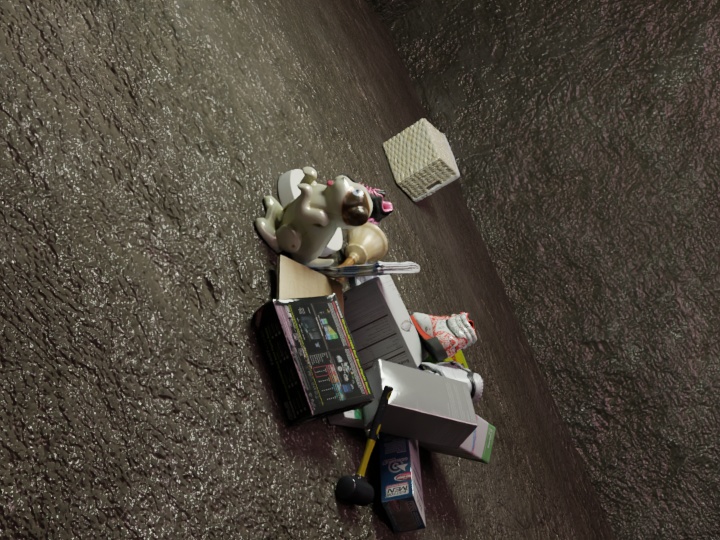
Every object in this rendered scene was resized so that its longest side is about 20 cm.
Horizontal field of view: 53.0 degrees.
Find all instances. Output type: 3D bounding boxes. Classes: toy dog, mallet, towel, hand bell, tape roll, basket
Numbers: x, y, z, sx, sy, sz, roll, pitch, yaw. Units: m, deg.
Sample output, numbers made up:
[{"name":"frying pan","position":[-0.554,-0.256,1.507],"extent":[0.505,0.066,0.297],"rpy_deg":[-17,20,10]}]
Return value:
[{"name":"toy dog","position":[-0.072,-0.101,1.380],"extent":[0.194,0.199,0.140],"rpy_deg":[57,20,-16]},{"name":"mallet","position":[0.011,0.284,1.190],"extent":[0.066,0.041,0.201],"rpy_deg":[28,73,-49]},{"name":"towel","position":[0.000,0.000,1.413],"extent":[0.147,0.199,0.024],"rpy_deg":[0,87,-53]},{"name":"hand bell","position":[-0.023,-0.018,1.589],"extent":[0.104,0.104,0.200],"rpy_deg":[58,36,-14]},{"name":"tape roll","position":[-0.108,-0.126,1.578],"extent":[0.203,0.037,0.203],"rpy_deg":[52,22,-31]},{"name":"basket","position":[0.209,-0.383,2.522],"extent":[0.161,0.198,0.201],"rpy_deg":[27,40,-53]}]

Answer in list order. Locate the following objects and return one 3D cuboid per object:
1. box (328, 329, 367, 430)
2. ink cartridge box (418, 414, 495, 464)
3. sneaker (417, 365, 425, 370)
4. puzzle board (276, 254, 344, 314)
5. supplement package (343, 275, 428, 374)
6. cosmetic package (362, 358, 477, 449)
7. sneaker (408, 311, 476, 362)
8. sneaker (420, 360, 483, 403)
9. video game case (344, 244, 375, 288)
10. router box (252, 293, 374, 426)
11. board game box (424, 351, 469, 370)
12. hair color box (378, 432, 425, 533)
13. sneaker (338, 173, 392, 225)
[{"name":"box","position":[-0.036,0.191,1.339],"extent":[0.144,0.036,0.201],"rpy_deg":[29,39,-59]},{"name":"ink cartridge box","position":[0.176,0.331,1.513],"extent":[0.200,0.145,0.088],"rpy_deg":[37,64,-50]},{"name":"sneaker","position":[0.103,0.174,1.650],"extent":[0.075,0.088,0.201],"rpy_deg":[18,47,-62]},{"name":"puzzle board","position":[-0.090,0.080,1.295],"extent":[0.150,0.017,0.201],"rpy_deg":[27,43,-33]},{"name":"supplement package","position":[0.039,0.122,1.503],"extent":[0.201,0.117,0.117],"rpy_deg":[64,16,2]},{"name":"cosmetic package","position":[0.105,0.245,1.323],"extent":[0.199,0.090,0.107],"rpy_deg":[16,39,-18]},{"name":"sneaker","position":[0.178,0.123,1.536],"extent":[0.067,0.108,0.201],"rpy_deg":[66,-5,-19]},{"name":"sneaker","position":[0.160,0.221,1.489],"extent":[0.114,0.075,0.200],"rpy_deg":[13,-2,-20]},{"name":"video game case","position":[0.029,0.043,1.736],"extent":[0.200,0.019,0.143],"rpy_deg":[44,26,-45]},{"name":"router box","position":[-0.076,0.142,1.190],"extent":[0.150,0.062,0.201],"rpy_deg":[-3,66,-48]},{"name":"board game box","position":[0.162,0.177,1.671],"extent":[0.200,0.048,0.102],"rpy_deg":[18,-46,62]},{"name":"hair color box","position":[0.073,0.362,1.324],"extent":[0.200,0.060,0.100],"rpy_deg":[-92,165,-53]},{"name":"sneaker","position":[0.017,-0.199,1.917],"extent":[0.200,0.095,0.079],"rpy_deg":[43,29,-43]}]
